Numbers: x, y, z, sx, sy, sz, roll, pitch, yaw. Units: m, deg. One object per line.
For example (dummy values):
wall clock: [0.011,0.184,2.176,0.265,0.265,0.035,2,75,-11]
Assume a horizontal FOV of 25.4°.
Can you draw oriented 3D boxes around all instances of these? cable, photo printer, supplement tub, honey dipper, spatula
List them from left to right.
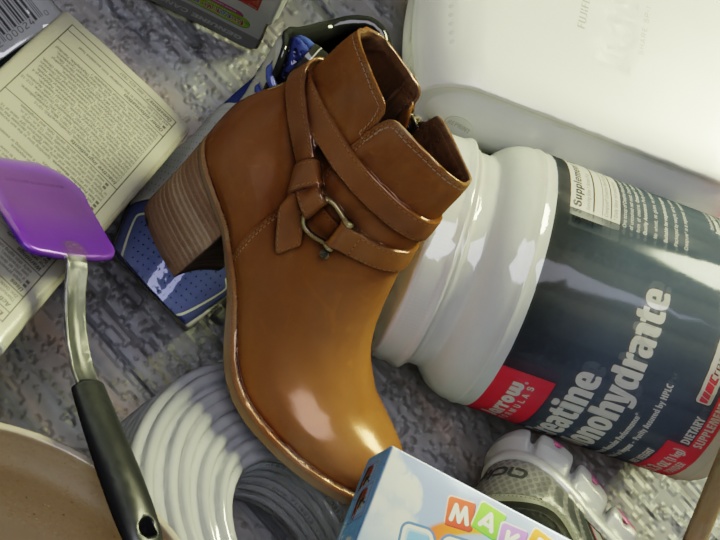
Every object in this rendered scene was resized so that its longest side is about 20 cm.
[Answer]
spatula: [-0.119,0.033,0.694,0.056,0.020,0.202,5,58,-48]
cable: [-0.044,0.141,0.779,0.199,0.069,0.201,-21,74,-52]
supplement tub: [0.114,0.018,0.850,0.198,0.140,0.142,19,74,-8]
photo printer: [0.123,-0.127,0.909,0.198,0.070,0.168,20,60,-8]
honey dipper: [0.176,0.126,0.817,0.038,0.201,0.038,5,42,-4]

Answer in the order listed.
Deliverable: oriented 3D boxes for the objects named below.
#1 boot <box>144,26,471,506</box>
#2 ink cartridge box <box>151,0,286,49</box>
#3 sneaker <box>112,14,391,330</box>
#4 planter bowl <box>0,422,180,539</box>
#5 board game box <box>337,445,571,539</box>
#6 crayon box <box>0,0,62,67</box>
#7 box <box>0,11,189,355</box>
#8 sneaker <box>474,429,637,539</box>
boot: [0.000,0.000,0.761,0.201,0.155,0.076,60,29,10]
ink cartridge box: [-0.110,-0.222,0.836,0.199,0.176,0.084,27,69,-7]
sneaker: [-0.050,-0.071,0.844,0.080,0.115,0.200,41,73,0]
planter bowl: [-0.169,0.179,0.641,0.199,0.135,0.201,23,37,-19]
board game box: [0.038,0.201,0.706,0.150,0.037,0.201,28,62,-10]
crayon box: [-0.267,-0.169,0.850,0.127,0.051,0.201,-38,89,-18]
box: [-0.174,-0.031,0.772,0.095,0.078,0.200,44,39,-9]
sneaker: [0.121,0.177,0.811,0.200,0.074,0.087,46,46,7]
